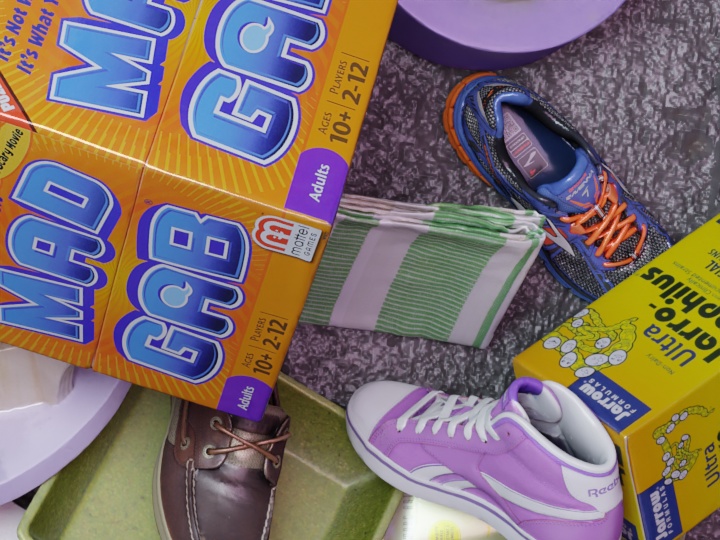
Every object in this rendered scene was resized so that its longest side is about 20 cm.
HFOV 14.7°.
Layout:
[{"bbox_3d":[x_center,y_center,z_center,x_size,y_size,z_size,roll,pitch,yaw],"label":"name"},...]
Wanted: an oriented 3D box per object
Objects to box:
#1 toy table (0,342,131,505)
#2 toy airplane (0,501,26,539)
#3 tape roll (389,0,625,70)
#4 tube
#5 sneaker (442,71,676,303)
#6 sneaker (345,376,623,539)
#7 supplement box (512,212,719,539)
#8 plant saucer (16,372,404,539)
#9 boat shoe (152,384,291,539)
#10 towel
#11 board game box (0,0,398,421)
[{"bbox_3d":[-0.211,0.037,1.645,0.183,0.117,0.200,13,49,18],"label":"toy table"},{"bbox_3d":[-0.285,0.202,1.672,0.199,0.141,0.200,-5,62,-31],"label":"toy airplane"},{"bbox_3d":[0.083,-0.229,1.754,0.199,0.085,0.201,1,87,-10],"label":"tape roll"},{"bbox_3d":[0.106,0.152,1.776,0.199,0.058,0.052,1,129,-6],"label":"tube"},{"bbox_3d":[0.132,-0.044,1.767,0.200,0.078,0.075,42,83,-7],"label":"sneaker"},{"bbox_3d":[0.076,0.091,1.679,0.200,0.114,0.073,25,49,28],"label":"sneaker"},{"bbox_3d":[0.209,0.063,1.726,0.200,0.109,0.110,-34,133,-21],"label":"supplement box"},{"bbox_3d":[-0.090,0.146,1.703,0.200,0.048,0.200,31,52,-5],"label":"plant saucer"},{"bbox_3d":[-0.078,0.097,1.663,0.072,0.072,0.200,13,56,-18],"label":"boat shoe"},{"bbox_3d":[0.000,0.000,1.712,0.199,0.153,0.023,5,59,-11],"label":"towel"},{"bbox_3d":[-0.106,-0.076,1.518,0.199,0.200,0.200,18,54,-3],"label":"board game box"}]
